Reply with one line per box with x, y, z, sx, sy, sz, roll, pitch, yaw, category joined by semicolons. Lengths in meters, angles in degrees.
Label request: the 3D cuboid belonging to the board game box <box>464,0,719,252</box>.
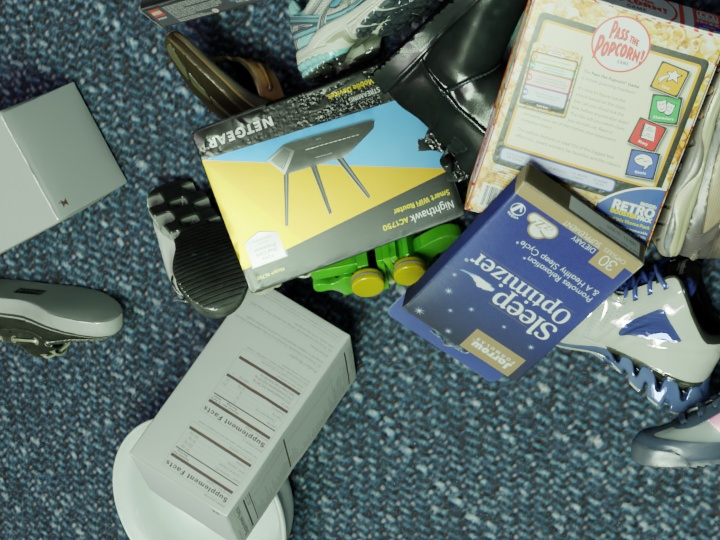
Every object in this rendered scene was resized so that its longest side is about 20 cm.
0.181;-0.121;1.331;0.151;0.046;0.201;17;120;-1;board game box

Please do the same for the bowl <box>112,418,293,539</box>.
-0.141;0.219;1.703;0.200;0.090;0.202;12;116;25;bowl

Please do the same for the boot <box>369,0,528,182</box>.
0.119;-0.155;1.384;0.162;0.073;0.198;44;121;-7;boot

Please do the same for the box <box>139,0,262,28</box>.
-0.096;-0.282;1.461;0.199;0.035;0.111;-9;64;32;box

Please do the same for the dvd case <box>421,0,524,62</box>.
0.139;-0.224;1.401;0.199;0.022;0.147;-3;109;29;dvd case

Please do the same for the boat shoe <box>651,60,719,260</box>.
0.290;-0.100;1.350;0.073;0.075;0.201;14;115;-5;boat shoe

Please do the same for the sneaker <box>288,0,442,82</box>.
0.000;-0.235;1.431;0.200;0.077;0.087;-31;77;45;sneaker

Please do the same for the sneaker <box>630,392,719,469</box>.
0.312;0.106;1.389;0.199;0.070;0.083;-13;102;1;sneaker

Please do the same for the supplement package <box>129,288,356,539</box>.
-0.104;0.131;1.564;0.109;0.200;0.114;30;160;15;supplement package

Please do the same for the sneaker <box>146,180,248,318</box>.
-0.143;0.000;1.583;0.074;0.200;0.089;-15;125;-10;sneaker

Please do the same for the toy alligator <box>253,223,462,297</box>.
0.000;0.000;1.535;0.199;0.060;0.054;-15;143;11;toy alligator

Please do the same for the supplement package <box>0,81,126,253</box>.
-0.352;-0.083;1.677;0.199;0.117;0.117;-23;97;35;supplement package

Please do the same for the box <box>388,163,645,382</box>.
0.121;0.015;1.383;0.121;0.032;0.200;33;128;-13;box

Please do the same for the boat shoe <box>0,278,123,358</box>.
-0.319;0.053;1.750;0.199;0.071;0.064;10;115;34;boat shoe

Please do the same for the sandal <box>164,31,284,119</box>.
-0.088;-0.154;1.532;0.199;0.055;0.082;34;165;-2;sandal

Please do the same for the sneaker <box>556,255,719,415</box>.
0.228;0.024;1.430;0.199;0.081;0.116;30;118;7;sneaker

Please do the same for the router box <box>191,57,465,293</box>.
-0.027;-0.086;1.476;0.199;0.051;0.150;-21;99;2;router box
